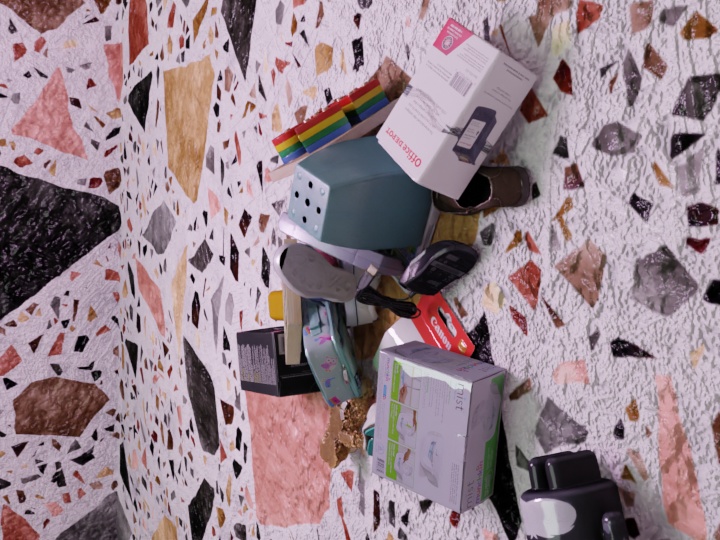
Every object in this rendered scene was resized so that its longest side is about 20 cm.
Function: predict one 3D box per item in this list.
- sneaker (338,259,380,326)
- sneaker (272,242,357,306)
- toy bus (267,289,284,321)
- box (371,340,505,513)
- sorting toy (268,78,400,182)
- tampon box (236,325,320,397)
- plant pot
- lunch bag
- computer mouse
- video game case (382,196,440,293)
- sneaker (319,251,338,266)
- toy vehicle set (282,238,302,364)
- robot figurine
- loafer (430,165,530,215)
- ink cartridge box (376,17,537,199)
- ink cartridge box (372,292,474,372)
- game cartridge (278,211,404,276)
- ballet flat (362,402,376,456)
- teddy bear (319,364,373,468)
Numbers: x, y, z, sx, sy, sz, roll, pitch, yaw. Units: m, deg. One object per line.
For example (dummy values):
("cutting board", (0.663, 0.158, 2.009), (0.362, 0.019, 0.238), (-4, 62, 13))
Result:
("sneaker", (0.000, 0.000, 1.471), (0.073, 0.070, 0.203), (-122, 28, -70))
("sneaker", (-0.113, 0.001, 1.388), (0.145, 0.199, 0.082), (11, 81, 41))
("toy bus", (-0.115, 0.070, 1.675), (0.199, 0.077, 0.066), (-3, 91, 60))
("box", (0.113, 0.228, 1.227), (0.175, 0.096, 0.204), (13, 105, 39))
("sorting toy", (-0.056, -0.245, 1.406), (0.070, 0.198, 0.199), (59, 152, -13))
("tampon box", (-0.148, 0.179, 1.673), (0.199, 0.148, 0.129), (-6, 89, 60))
("plant pot", (-0.005, -0.115, 1.274), (0.141, 0.198, 0.143), (36, 125, 38))
("lunch bag", (-0.056, 0.135, 1.481), (0.201, 0.076, 0.162), (-107, 0, -59))
("computer mouse", (0.078, -0.003, 1.261), (0.200, 0.139, 0.047), (-46, 37, 42))
("video game case", (0.062, -0.092, 1.403), (0.200, 0.022, 0.184), (51, 135, 44))
("sneaker", (-0.081, -0.002, 1.549), (0.200, 0.073, 0.082), (108, 148, -73))
("toy vehicle set", (-0.129, 0.057, 1.528), (0.125, 0.026, 0.202), (98, 168, -49))
("robot figurine", (0.265, 0.324, 0.994), (0.123, 0.150, 0.203), (-13, 78, 17))
("loafer", (0.157, -0.120, 1.181), (0.199, 0.070, 0.074), (-6, 88, 60))
("ink cartridge box", (0.128, -0.224, 1.139), (0.201, 0.084, 0.145), (-57, 38, 17))
("ink cartridge box", (0.098, 0.140, 1.340), (0.162, 0.049, 0.202), (59, 143, 39))
("game cartridge", (-0.035, -0.042, 1.349), (0.198, 0.133, 0.041), (24, 91, 23))
("ballet flat", (0.034, 0.265, 1.416), (0.201, 0.068, 0.070), (101, 153, -62))
("teddy bear", (-0.019, 0.277, 1.558), (0.144, 0.066, 0.204), (13, 97, 54))
